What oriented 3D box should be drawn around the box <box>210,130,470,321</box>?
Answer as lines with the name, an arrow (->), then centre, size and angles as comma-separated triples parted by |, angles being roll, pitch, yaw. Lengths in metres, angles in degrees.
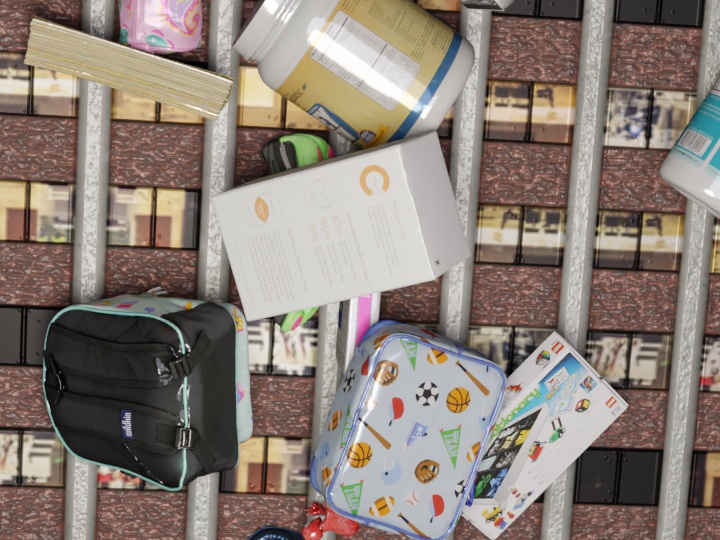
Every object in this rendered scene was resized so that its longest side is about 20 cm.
box -> -0.018, -0.041, 1.567 | 0.199, 0.097, 0.125 | -13, 97, 26

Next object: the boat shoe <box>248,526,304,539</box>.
boat shoe -> -0.031, 0.335, 1.743 | 0.200, 0.069, 0.084 | 36, 94, -10

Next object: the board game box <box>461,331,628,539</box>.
board game box -> 0.166, 0.170, 1.727 | 0.200, 0.035, 0.126 | -45, 129, 2

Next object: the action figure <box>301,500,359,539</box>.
action figure -> 0.003, 0.198, 1.724 | 0.200, 0.099, 0.065 | -42, 126, -21

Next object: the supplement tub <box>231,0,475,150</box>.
supplement tub -> -0.007, -0.207, 1.616 | 0.200, 0.145, 0.145 | 33, 95, -10

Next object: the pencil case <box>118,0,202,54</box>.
pencil case -> -0.193, -0.306, 1.610 | 0.087, 0.087, 0.201 | -1, 102, -6

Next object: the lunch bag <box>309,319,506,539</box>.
lunch bag -> 0.049, 0.159, 1.631 | 0.160, 0.076, 0.201 | 19, 95, -21

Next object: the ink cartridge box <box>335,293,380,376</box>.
ink cartridge box -> 0.000, 0.000, 1.676 | 0.037, 0.095, 0.201 | 1, 99, -6

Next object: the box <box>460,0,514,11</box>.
box -> 0.079, -0.315, 1.578 | 0.044, 0.200, 0.160 | -42, 100, 2

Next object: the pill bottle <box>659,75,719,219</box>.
pill bottle -> 0.394, -0.149, 1.684 | 0.111, 0.111, 0.200 | 33, 95, -10

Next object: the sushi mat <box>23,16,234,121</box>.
sushi mat -> -0.222, -0.191, 1.626 | 0.199, 0.096, 0.012 | 17, 67, -8

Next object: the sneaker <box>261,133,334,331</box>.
sneaker -> -0.068, -0.039, 1.685 | 0.083, 0.077, 0.201 | 10, 105, 25

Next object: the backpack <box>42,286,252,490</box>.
backpack -> -0.205, 0.106, 1.637 | 0.199, 0.153, 0.177 | 4, 104, 31
